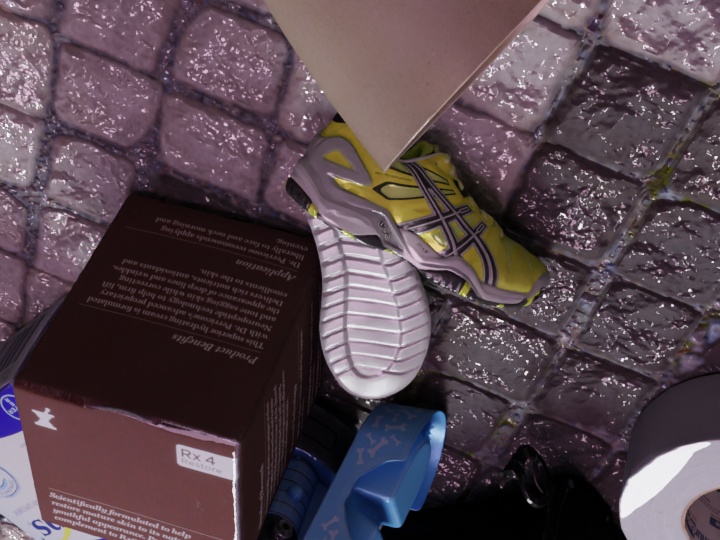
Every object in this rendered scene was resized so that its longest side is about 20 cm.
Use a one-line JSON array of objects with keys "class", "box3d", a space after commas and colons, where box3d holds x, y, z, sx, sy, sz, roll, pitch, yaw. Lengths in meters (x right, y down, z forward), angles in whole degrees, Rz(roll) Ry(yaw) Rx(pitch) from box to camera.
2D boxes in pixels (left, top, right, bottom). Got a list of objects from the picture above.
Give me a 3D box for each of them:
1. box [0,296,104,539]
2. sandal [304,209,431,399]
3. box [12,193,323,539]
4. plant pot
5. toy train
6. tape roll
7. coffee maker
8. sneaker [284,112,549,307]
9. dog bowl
[{"class": "box", "box3d": [-0.249, 0.151, 1.178, 0.200, 0.105, 0.183, 42, 135, -19]}, {"class": "sandal", "box3d": [0.007, 0.000, 0.967, 0.081, 0.050, 0.205, -4, 119, 7]}, {"class": "box", "box3d": [-0.130, 0.081, 0.990, 0.164, 0.201, 0.165, 15, 137, 10]}, {"class": "plant pot", "box3d": [0.006, -0.188, 0.703, 0.200, 0.187, 0.187, 43, 135, -1]}, {"class": "toy train", "box3d": [-0.072, 0.194, 1.082, 0.086, 0.201, 0.115, 32, 126, -6]}, {"class": "tape roll", "box3d": [0.294, 0.167, 0.992, 0.198, 0.066, 0.202, 12, 136, 11]}, {"class": "coffee maker", "box3d": [0.104, 0.239, 1.117, 0.199, 0.135, 0.194, -20, 99, 35]}, {"class": "sneaker", "box3d": [0.051, -0.038, 0.887, 0.199, 0.075, 0.077, 25, 99, -25]}, {"class": "dog bowl", "box3d": [0.004, 0.192, 1.049, 0.049, 0.201, 0.112, 20, 156, 19]}]
